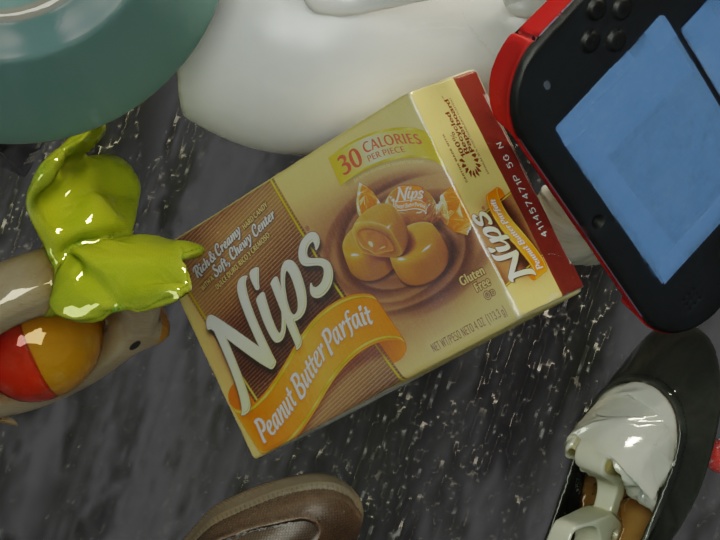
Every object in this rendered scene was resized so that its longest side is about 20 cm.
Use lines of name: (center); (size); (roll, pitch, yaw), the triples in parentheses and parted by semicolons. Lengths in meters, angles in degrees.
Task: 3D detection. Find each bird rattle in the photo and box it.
bird rattle: (-0.166, 0.032, 1.317); (0.200, 0.163, 0.113); (-35, 64, -1)

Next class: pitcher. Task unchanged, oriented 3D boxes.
pitcher: (0.010, -0.123, 1.320); (0.199, 0.172, 0.122); (-2, 79, 0)

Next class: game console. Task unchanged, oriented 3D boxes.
game console: (0.160, -0.082, 1.290); (0.177, 0.031, 0.200); (-43, 130, -6)

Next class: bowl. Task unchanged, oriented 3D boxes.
bowl: (-0.157, -0.159, 1.211); (0.200, 0.105, 0.202); (0, 89, -2)

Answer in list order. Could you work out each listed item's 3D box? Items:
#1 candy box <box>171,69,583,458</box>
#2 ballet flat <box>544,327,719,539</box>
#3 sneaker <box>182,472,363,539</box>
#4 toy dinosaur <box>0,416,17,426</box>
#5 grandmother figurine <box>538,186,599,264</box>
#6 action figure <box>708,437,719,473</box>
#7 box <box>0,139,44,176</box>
candy box: (0.000, 0.000, 1.311); (0.200, 0.055, 0.116); (-30, 84, 44)
ballet flat: (0.124, 0.117, 1.347); (0.068, 0.068, 0.201); (16, 85, 32)
sneaker: (-0.079, 0.177, 1.341); (0.200, 0.070, 0.076); (-31, 43, 7)
toy dinosaur: (-0.264, 0.010, 1.372); (0.106, 0.060, 0.201); (-26, 86, -2)
grandmother figurine: (0.164, -0.078, 1.362); (0.200, 0.061, 0.121); (-44, 105, -3)
action figure: (0.270, 0.081, 1.365); (0.199, 0.052, 0.066); (-8, 90, 3)
box: (-0.178, -0.165, 1.338); (0.124, 0.149, 0.201); (27, 86, 1)
